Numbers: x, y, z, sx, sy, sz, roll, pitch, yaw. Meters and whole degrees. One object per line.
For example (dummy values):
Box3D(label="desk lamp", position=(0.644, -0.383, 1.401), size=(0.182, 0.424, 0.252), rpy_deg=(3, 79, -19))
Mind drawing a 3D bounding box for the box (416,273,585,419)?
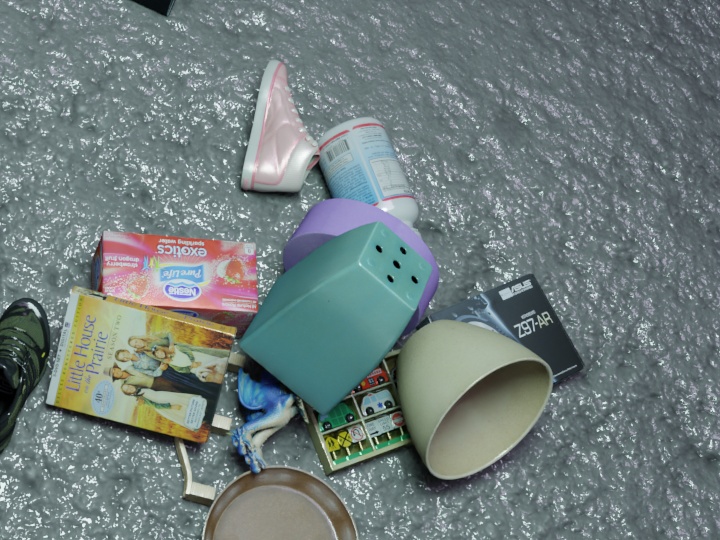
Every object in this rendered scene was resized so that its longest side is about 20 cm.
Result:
Box3D(label="box", position=(0.200, 0.109, 1.603), size=(0.199, 0.044, 0.161), rpy_deg=(-20, 75, -29))

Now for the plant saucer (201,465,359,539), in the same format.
Box3D(label="plant saucer", position=(-0.098, 0.339, 1.371), size=(0.199, 0.035, 0.201), rpy_deg=(10, 61, -18))

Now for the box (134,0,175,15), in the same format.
Box3D(label="box", position=(-0.326, -0.512, 1.636), size=(0.199, 0.124, 0.197), rpy_deg=(23, 60, -10))

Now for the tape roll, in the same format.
Box3D(label="tape roll", position=(0.000, 0.000, 1.479), size=(0.200, 0.200, 0.066), rpy_deg=(34, 58, -4))

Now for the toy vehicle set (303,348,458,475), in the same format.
Box3D(label="toy vehicle set", position=(0.021, 0.181, 1.502), size=(0.199, 0.027, 0.125), rpy_deg=(-16, 73, -28))

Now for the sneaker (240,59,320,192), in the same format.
Box3D(label="sneaker", position=(-0.102, -0.198, 1.597), size=(0.104, 0.075, 0.201), rpy_deg=(10, 69, -1))

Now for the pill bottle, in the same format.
Box3D(label="pill bottle", position=(0.016, -0.106, 1.592), size=(0.108, 0.109, 0.201), rpy_deg=(-13, 72, -27))

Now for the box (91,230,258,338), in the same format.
Box3D(label="box", position=(-0.235, 0.020, 1.431), size=(0.199, 0.095, 0.100), rpy_deg=(5, 65, -21))

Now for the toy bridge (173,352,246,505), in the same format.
Box3D(label="toy bridge", position=(-0.195, 0.186, 1.408), size=(0.067, 0.027, 0.201), rpy_deg=(17, 61, -13))

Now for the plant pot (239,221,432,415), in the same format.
Box3D(label="plant pot", position=(-0.017, 0.044, 1.361), size=(0.141, 0.200, 0.142), rpy_deg=(40, 40, -11))

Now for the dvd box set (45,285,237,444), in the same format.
Box3D(label="dvd box set", position=(-0.260, 0.113, 1.345), size=(0.199, 0.029, 0.147), rpy_deg=(16, 103, -5))

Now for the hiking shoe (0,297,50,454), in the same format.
Box3D(label="hiking shoe", position=(-0.404, 0.115, 1.310), size=(0.075, 0.101, 0.201), rpy_deg=(17, 60, -15))

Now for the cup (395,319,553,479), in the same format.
Box3D(label="cup", position=(0.125, 0.146, 1.452), size=(0.200, 0.201, 0.143), rpy_deg=(-19, 47, -29))

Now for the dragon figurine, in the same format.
Box3D(label="dragon figurine", position=(-0.123, 0.154, 1.423), size=(0.099, 0.059, 0.201), rpy_deg=(-13, 52, 0))
